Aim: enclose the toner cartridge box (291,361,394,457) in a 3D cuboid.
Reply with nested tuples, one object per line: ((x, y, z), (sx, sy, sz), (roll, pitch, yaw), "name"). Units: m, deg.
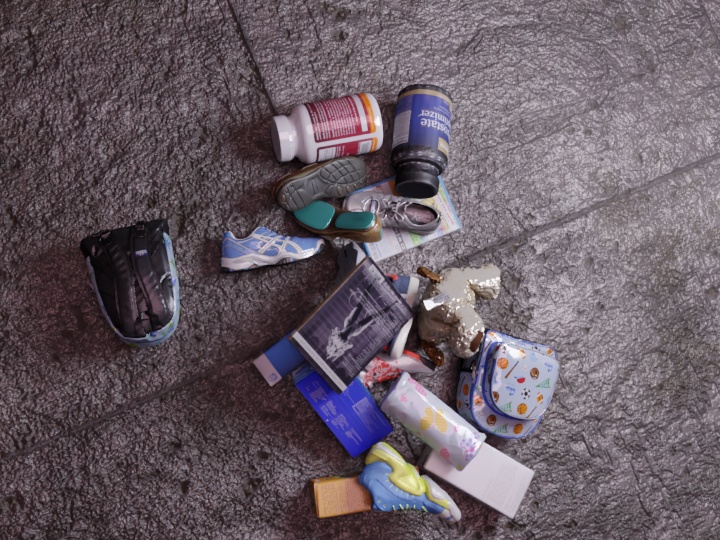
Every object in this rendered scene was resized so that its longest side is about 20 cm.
((-0.030, 0.237, 1.573), (0.095, 0.043, 0.201), (-34, 116, 1), "toner cartridge box")

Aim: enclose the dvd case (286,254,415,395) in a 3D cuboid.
((-0.013, 0.095, 1.502), (0.200, 0.016, 0.149), (-46, 119, -12), "dvd case")

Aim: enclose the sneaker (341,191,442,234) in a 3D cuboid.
((0.064, -0.118, 1.659), (0.198, 0.082, 0.076), (5, 80, -10), "sneaker")

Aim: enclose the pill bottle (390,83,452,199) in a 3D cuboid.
((0.117, -0.247, 1.681), (0.111, 0.112, 0.202), (9, 72, -10), "pill bottle")

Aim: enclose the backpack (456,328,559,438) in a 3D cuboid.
((0.275, 0.219, 1.645), (0.198, 0.154, 0.192), (17, 89, -12), "backpack")

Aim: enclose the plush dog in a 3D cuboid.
((0.155, 0.075, 1.619), (0.159, 0.172, 0.201), (24, 54, 1), "plush dog")

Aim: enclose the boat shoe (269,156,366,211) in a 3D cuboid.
((-0.084, -0.172, 1.654), (0.198, 0.074, 0.076), (-19, 114, -28), "boat shoe")

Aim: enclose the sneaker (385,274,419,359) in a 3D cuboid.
((0.053, 0.082, 1.622), (0.084, 0.075, 0.201), (15, 39, -1), "sneaker")

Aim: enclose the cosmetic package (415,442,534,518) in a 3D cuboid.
((0.215, 0.374, 1.643), (0.199, 0.074, 0.102), (32, 76, -4), "cosmetic package")

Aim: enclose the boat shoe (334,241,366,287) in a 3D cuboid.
((0.000, 0.000, 1.594), (0.067, 0.200, 0.074), (36, 107, -13), "boat shoe")

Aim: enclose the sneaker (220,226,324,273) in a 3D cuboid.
((-0.164, -0.045, 1.622), (0.198, 0.076, 0.078), (-8, 88, -14), "sneaker")

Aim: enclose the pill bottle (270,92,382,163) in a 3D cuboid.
((-0.065, -0.267, 1.657), (0.198, 0.113, 0.114), (-12, 84, -14), "pill bottle")

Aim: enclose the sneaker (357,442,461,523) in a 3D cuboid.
((0.079, 0.402, 1.549), (0.200, 0.076, 0.105), (39, 87, 5), "sneaker")

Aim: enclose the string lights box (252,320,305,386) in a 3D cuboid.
((-0.092, 0.120, 1.571), (0.199, 0.103, 0.059), (-38, 90, 3), "string lights box")

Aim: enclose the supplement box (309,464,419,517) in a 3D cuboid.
((0.009, 0.403, 1.598), (0.198, 0.067, 0.070), (-8, 83, -14), "supplement box")

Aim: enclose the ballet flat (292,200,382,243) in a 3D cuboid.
((-0.039, -0.084, 1.638), (0.198, 0.073, 0.068), (9, 59, 33), "ballet flat")

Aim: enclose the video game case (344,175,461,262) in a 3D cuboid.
((0.084, -0.114, 1.715), (0.198, 0.018, 0.144), (-22, 86, -14), "video game case")

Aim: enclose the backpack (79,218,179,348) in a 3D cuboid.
((-0.390, 0.034, 1.541), (0.162, 0.154, 0.201), (-17, 64, -16), "backpack")

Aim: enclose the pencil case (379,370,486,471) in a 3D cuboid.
((0.128, 0.271, 1.566), (0.199, 0.091, 0.083), (37, 79, 8), "pencil case")

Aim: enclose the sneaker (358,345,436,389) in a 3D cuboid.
((0.035, 0.191, 1.636), (0.199, 0.067, 0.109), (19, 80, -6), "sneaker")
